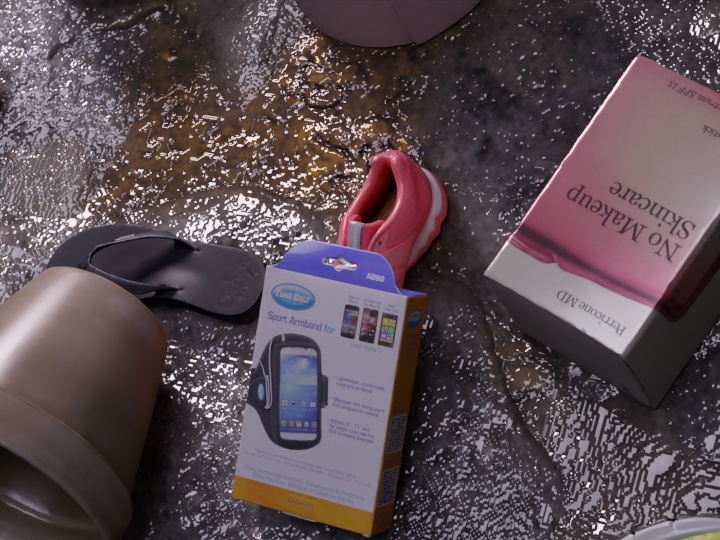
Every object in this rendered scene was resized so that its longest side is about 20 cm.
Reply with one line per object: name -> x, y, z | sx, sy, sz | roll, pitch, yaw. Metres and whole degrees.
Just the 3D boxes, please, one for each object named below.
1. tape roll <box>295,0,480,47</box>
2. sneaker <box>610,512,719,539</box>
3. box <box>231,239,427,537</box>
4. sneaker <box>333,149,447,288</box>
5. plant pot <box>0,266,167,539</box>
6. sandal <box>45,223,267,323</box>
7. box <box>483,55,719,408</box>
tape roll -> 0.011, -0.301, 1.480 | 0.202, 0.139, 0.204 | -9, 63, 18
sneaker -> 0.184, 0.224, 1.220 | 0.199, 0.078, 0.091 | -25, 68, 16
box -> -0.021, 0.081, 1.334 | 0.119, 0.041, 0.201 | 12, 95, 26
sneaker -> 0.000, 0.000, 1.378 | 0.073, 0.087, 0.201 | 10, 72, 25
plant pot -> -0.237, 0.098, 1.383 | 0.199, 0.200, 0.174 | 11, 55, 25
sandal -> -0.166, -0.004, 1.470 | 0.199, 0.043, 0.076 | 3, 68, 22
box -> 0.202, -0.028, 1.299 | 0.128, 0.109, 0.200 | 31, 80, 29
